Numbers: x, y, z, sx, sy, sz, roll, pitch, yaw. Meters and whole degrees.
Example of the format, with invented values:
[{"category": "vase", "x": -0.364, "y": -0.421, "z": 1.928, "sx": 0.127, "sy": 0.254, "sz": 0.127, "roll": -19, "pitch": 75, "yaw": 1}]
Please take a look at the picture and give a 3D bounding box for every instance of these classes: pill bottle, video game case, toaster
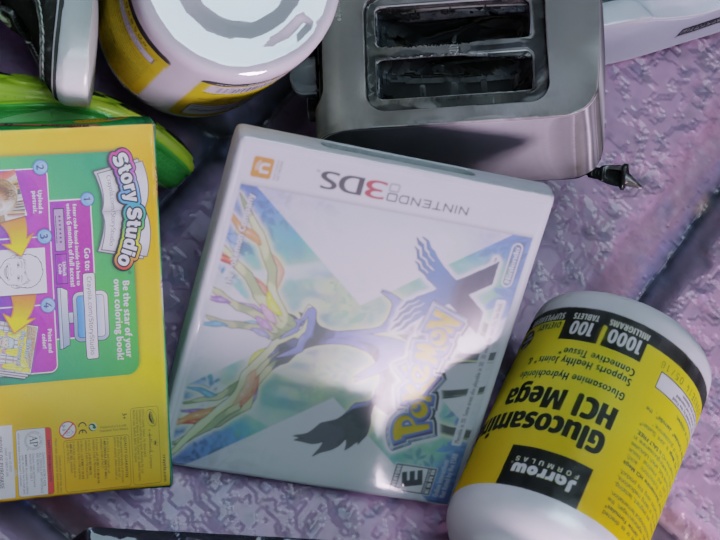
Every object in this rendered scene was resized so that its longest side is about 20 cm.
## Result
[{"category": "pill bottle", "x": -0.086, "y": -0.143, "z": 1.159, "sx": 0.111, "sy": 0.200, "sz": 0.112, "roll": 1, "pitch": 85, "yaw": -15}, {"category": "video game case", "x": -0.005, "y": 0.029, "z": 1.174, "sx": 0.182, "sy": 0.022, "sz": 0.200, "roll": 10, "pitch": 112, "yaw": -16}, {"category": "pill bottle", "x": 0.117, "y": 0.120, "z": 1.197, "sx": 0.112, "sy": 0.112, "sz": 0.200, "roll": 31, "pitch": 61, "yaw": -8}, {"category": "toaster", "x": 0.060, "y": -0.143, "z": 1.230, "sx": 0.199, "sy": 0.119, "sz": 0.181, "roll": -3, "pitch": 74, "yaw": 5}]

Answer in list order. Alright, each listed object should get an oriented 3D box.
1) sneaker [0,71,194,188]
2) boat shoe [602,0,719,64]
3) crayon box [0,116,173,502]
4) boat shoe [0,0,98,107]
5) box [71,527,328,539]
[{"category": "sneaker", "x": -0.193, "y": -0.068, "z": 1.187, "sx": 0.199, "sy": 0.074, "sz": 0.084, "roll": 8, "pitch": 97, "yaw": -21}, {"category": "boat shoe", "x": 0.190, "y": -0.183, "z": 1.344, "sx": 0.199, "sy": 0.074, "sz": 0.068, "roll": -18, "pitch": 77, "yaw": -19}, {"category": "crayon box", "x": -0.168, "y": 0.020, "z": 1.131, "sx": 0.118, "sy": 0.058, "sz": 0.201, "roll": -4, "pitch": 95, "yaw": -20}, {"category": "boat shoe", "x": -0.181, "y": -0.158, "z": 1.181, "sx": 0.063, "sy": 0.071, "sz": 0.200, "roll": -2, "pitch": 39, "yaw": -11}, {"category": "box", "x": -0.062, "y": 0.237, "z": 1.112, "sx": 0.199, "sy": 0.104, "sz": 0.183, "roll": 5, "pitch": 71, "yaw": -18}]
